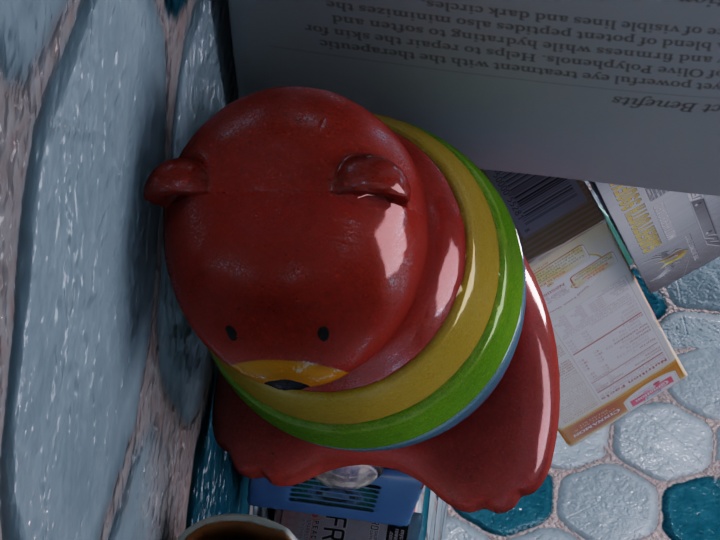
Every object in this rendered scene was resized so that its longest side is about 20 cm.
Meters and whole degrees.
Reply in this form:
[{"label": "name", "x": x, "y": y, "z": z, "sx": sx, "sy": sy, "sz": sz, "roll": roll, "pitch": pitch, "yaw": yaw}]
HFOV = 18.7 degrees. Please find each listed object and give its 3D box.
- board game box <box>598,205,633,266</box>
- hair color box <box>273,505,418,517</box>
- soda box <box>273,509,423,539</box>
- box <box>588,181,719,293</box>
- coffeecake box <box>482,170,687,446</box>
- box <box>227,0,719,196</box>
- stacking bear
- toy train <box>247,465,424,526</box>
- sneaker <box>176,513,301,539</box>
[{"label": "board game box", "x": 0.067, "y": 0.043, "z": 1.218, "sx": 0.200, "sy": 0.045, "sz": 0.152, "roll": -44, "pitch": 177, "yaw": 5}, {"label": "hair color box", "x": -0.004, "y": 0.085, "z": 1.018, "sx": 0.201, "sy": 0.061, "sz": 0.102, "roll": 89, "pitch": 8, "yaw": -47}, {"label": "soda box", "x": -0.012, "y": 0.189, "z": 1.000, "sx": 0.201, "sy": 0.068, "sz": 0.064, "roll": 92, "pitch": 6, "yaw": -48}, {"label": "box", "x": 0.090, "y": -0.093, "z": 0.904, "sx": 0.159, "sy": 0.048, "sz": 0.200, "roll": 64, "pitch": 6, "yaw": 21}, {"label": "coffeecake box", "x": 0.072, "y": -0.025, "z": 1.035, "sx": 0.154, "sy": 0.073, "sz": 0.200, "roll": 61, "pitch": 5, "yaw": 28}, {"label": "box", "x": 0.065, "y": -0.153, "z": 0.724, "sx": 0.172, "sy": 0.198, "sz": 0.201, "roll": 88, "pitch": 9, "yaw": -62}, {"label": "stacking bear", "x": -0.006, "y": 0.003, "z": 0.674, "sx": 0.200, "sy": 0.121, "sz": 0.114, "roll": 48, "pitch": 49, "yaw": -74}, {"label": "toy train", "x": 0.000, "y": 0.000, "z": 0.872, "sx": 0.114, "sy": 0.086, "sz": 0.201, "roll": 107, "pitch": -10, "yaw": -64}, {"label": "sneaker", "x": -0.028, "y": 0.113, "z": 0.733, "sx": 0.085, "sy": 0.073, "sz": 0.200, "roll": 65, "pitch": -7, "yaw": -4}]
